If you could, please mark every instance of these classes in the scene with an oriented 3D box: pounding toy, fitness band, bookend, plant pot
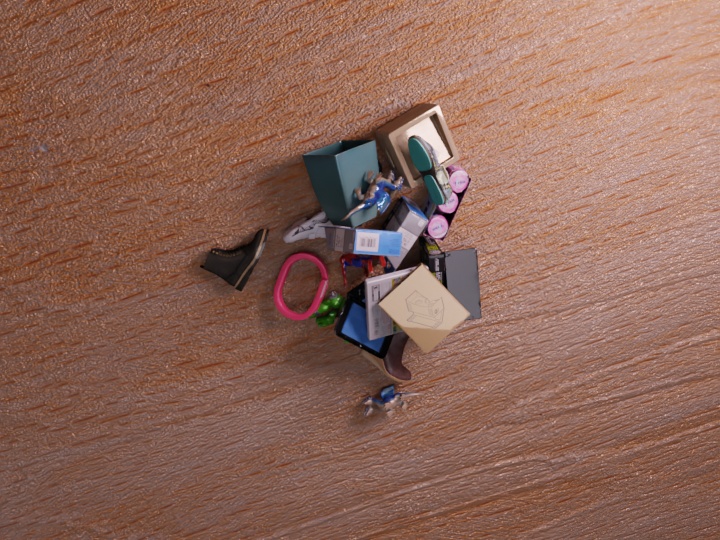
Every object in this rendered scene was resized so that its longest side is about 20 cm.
[{"bbox_3d":[0.139,-0.309,1.561,0.183,0.142,0.201,-32,115,-8],"label":"pounding toy"},{"bbox_3d":[-0.172,0.045,1.689,0.143,0.037,0.201,26,104,10],"label":"fitness band"},{"bbox_3d":[0.273,0.022,1.683,0.091,0.199,0.202,-7,103,-3],"label":"bookend"},{"bbox_3d":[-0.036,-0.222,1.527,0.141,0.141,0.202,-28,116,-35],"label":"plant pot"}]

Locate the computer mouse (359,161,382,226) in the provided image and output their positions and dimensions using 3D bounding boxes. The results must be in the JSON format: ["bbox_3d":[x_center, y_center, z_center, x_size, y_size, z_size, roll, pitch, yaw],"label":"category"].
[{"bbox_3d":[0.016,-0.216,1.631,0.058,0.034,0.201,22,117,5],"label":"computer mouse"}]

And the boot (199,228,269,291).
[{"bbox_3d":[-0.352,-0.051,1.639,0.138,0.078,0.201,28,106,-11],"label":"boot"}]

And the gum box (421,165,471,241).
[{"bbox_3d":[0.229,-0.196,1.613,0.066,0.114,0.201,18,109,-13],"label":"gum box"}]

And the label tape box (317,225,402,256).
[{"bbox_3d":[-0.007,-0.077,1.522,0.143,0.199,0.064,3,94,-32],"label":"label tape box"}]

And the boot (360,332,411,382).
[{"bbox_3d":[0.117,0.243,1.806,0.199,0.072,0.167,35,107,-14],"label":"boot"}]

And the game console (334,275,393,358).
[{"bbox_3d":[0.053,0.135,1.659,0.199,0.119,0.172,31,131,-30],"label":"game console"}]

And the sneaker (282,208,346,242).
[{"bbox_3d":[-0.111,-0.103,1.637,0.199,0.075,0.115,-29,110,3],"label":"sneaker"}]

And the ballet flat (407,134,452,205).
[{"bbox_3d":[0.180,-0.263,1.485,0.074,0.074,0.201,-24,117,4],"label":"ballet flat"}]

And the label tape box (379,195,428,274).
[{"bbox_3d":[0.096,-0.090,1.618,0.063,0.144,0.201,28,107,-16],"label":"label tape box"}]

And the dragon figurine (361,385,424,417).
[{"bbox_3d":[0.100,0.410,1.874,0.199,0.099,0.059,-25,111,-16],"label":"dragon figurine"}]

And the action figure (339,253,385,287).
[{"bbox_3d":[0.000,0.000,1.632,0.065,0.200,0.100,-20,106,-26],"label":"action figure"}]

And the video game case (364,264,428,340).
[{"bbox_3d":[0.102,0.090,1.620,0.180,0.023,0.201,-13,125,-15],"label":"video game case"}]

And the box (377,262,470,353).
[{"bbox_3d":[0.171,0.103,1.578,0.163,0.021,0.200,-43,103,10],"label":"box"}]

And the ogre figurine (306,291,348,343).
[{"bbox_3d":[-0.050,0.133,1.736,0.199,0.098,0.120,37,123,5],"label":"ogre figurine"}]

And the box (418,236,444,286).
[{"bbox_3d":[0.204,0.020,1.676,0.044,0.160,0.202,-5,112,-2],"label":"box"}]

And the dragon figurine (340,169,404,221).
[{"bbox_3d":[0.037,-0.183,1.479,0.099,0.059,0.201,44,72,-45],"label":"dragon figurine"}]
